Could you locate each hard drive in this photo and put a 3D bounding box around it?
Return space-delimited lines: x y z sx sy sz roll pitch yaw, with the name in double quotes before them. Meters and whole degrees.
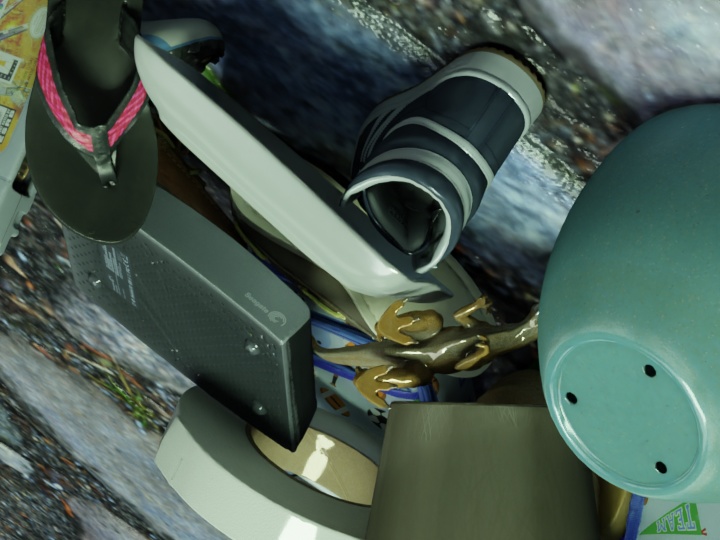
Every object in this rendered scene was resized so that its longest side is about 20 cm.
"hard drive" -0.106 0.015 1.301 0.200 0.042 0.135 35 152 25

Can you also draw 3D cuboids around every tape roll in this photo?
"tape roll" -0.032 0.135 1.325 0.202 0.037 0.203 25 -165 -7

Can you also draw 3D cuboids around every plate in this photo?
"plate" -0.040 -0.045 1.197 0.199 0.032 0.200 41 -176 10

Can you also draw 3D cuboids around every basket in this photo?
"basket" 0.069 0.176 1.201 0.179 0.202 0.136 1 176 -9

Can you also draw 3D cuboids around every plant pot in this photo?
"plant pot" 0.165 0.036 1.041 0.199 0.135 0.201 24 132 29

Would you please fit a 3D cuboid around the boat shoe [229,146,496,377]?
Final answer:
"boat shoe" 0.000 0.000 1.322 0.199 0.072 0.060 36 163 1

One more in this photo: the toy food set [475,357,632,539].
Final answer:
"toy food set" 0.105 0.156 1.339 0.048 0.201 0.198 8 -166 -25

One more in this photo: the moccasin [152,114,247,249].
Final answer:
"moccasin" -0.149 -0.075 1.372 0.201 0.078 0.074 42 139 -7

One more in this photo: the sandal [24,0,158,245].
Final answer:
"sandal" -0.149 -0.115 1.168 0.074 0.202 0.045 0 180 -10

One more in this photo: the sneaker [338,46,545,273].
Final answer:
"sneaker" 0.023 -0.045 1.168 0.070 0.109 0.200 38 154 -8

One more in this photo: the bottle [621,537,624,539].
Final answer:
"bottle" 0.121 0.161 1.451 0.199 0.065 0.084 6 137 51

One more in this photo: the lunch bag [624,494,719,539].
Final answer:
"lunch bag" 0.263 0.189 1.268 0.169 0.125 0.200 16 178 29

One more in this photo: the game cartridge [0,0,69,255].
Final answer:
"game cartridge" -0.224 -0.122 1.228 0.132 0.201 0.042 21 175 20

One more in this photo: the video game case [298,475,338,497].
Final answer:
"video game case" 0.028 0.172 1.542 0.199 0.022 0.182 33 -178 8

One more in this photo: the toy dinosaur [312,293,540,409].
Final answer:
"toy dinosaur" 0.027 0.048 1.216 0.199 0.061 0.106 -7 177 28

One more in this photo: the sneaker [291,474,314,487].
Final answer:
"sneaker" -0.023 0.185 1.524 0.088 0.076 0.200 50 169 -35

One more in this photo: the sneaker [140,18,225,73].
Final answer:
"sneaker" -0.178 -0.132 1.266 0.198 0.073 0.072 -8 174 19

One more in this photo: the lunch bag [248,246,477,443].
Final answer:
"lunch bag" -0.020 0.055 1.435 0.199 0.076 0.161 20 149 25
